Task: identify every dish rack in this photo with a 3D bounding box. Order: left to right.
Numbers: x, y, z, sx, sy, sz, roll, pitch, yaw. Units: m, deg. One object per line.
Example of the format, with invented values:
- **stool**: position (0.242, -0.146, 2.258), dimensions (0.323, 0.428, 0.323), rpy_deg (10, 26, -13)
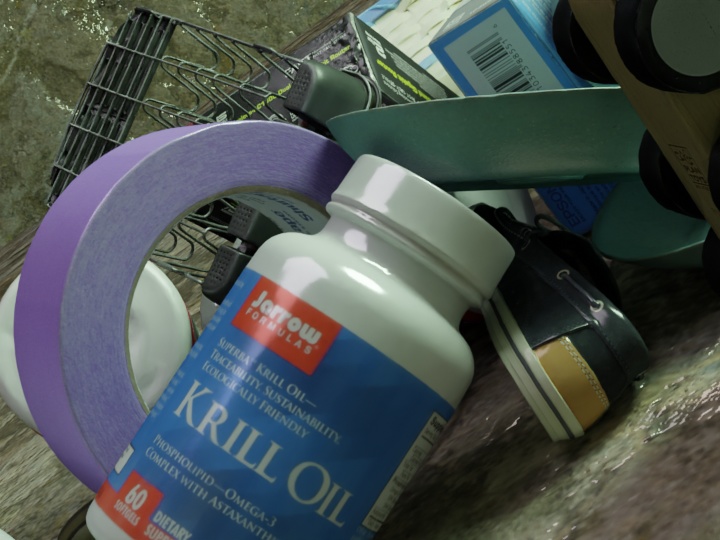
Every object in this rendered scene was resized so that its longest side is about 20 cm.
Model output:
- **dish rack**: position (-0.096, -0.068, 0.924), dimensions (0.200, 0.055, 0.154), rpy_deg (24, 88, 42)

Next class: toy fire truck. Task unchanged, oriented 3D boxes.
- **toy fire truck**: position (0.202, -0.088, 0.589), dimensions (0.200, 0.176, 0.129), rpy_deg (-37, 13, -4)

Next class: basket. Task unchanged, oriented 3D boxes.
- **basket**: position (0.040, -0.160, 1.273), dimensions (0.176, 0.139, 0.200), rpy_deg (-36, 44, 1)

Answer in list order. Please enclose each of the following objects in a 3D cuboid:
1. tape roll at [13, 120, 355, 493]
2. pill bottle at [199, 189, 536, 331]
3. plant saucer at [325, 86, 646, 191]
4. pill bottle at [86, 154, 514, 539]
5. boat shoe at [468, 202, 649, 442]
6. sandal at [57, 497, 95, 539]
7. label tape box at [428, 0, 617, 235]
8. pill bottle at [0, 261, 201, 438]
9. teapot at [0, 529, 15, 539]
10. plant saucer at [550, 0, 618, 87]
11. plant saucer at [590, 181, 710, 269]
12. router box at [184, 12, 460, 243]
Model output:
- **tape roll**: position (-0.064, 0.028, 0.787), dimensions (0.200, 0.200, 0.066), rpy_deg (-43, 21, -24)
- **pill bottle**: position (0.000, 0.000, 0.936), dimensions (0.200, 0.113, 0.113), rpy_deg (-26, 17, 38)
- **plant saucer**: position (0.084, -0.059, 0.756), dimensions (0.199, 0.036, 0.200), rpy_deg (-3, 1, 0)
- **pill bottle**: position (-0.021, 0.054, 0.696), dimensions (0.200, 0.112, 0.112), rpy_deg (-58, 16, -5)
- **boat shoe**: position (0.090, 0.013, 0.760), dimensions (0.062, 0.075, 0.200), rpy_deg (-33, 20, 7)
- **sandal**: position (-0.108, 0.129, 0.906), dimensions (0.080, 0.057, 0.201), rpy_deg (-24, -15, -38)
- **label tape box**: position (0.132, -0.130, 0.974), dimensions (0.063, 0.144, 0.200), rpy_deg (-30, 14, 32)
- **pill bottle**: position (-0.144, 0.061, 0.948), dimensions (0.111, 0.111, 0.200), rpy_deg (-39, -11, -8)
- **teapot**: position (-0.175, 0.184, 0.692), dimensions (0.146, 0.200, 0.198), rpy_deg (-2, -43, -30)
- **plant saucer**: position (0.179, -0.176, 0.818), dimensions (0.200, 0.027, 0.201), rpy_deg (-21, 52, 30)
- **plant saucer**: position (0.204, -0.054, 0.764), dimensions (0.201, 0.039, 0.201), rpy_deg (-35, 14, 10)
- **router box**: position (-0.006, -0.064, 1.023), dimensions (0.150, 0.200, 0.062), rpy_deg (-31, 59, 21)
